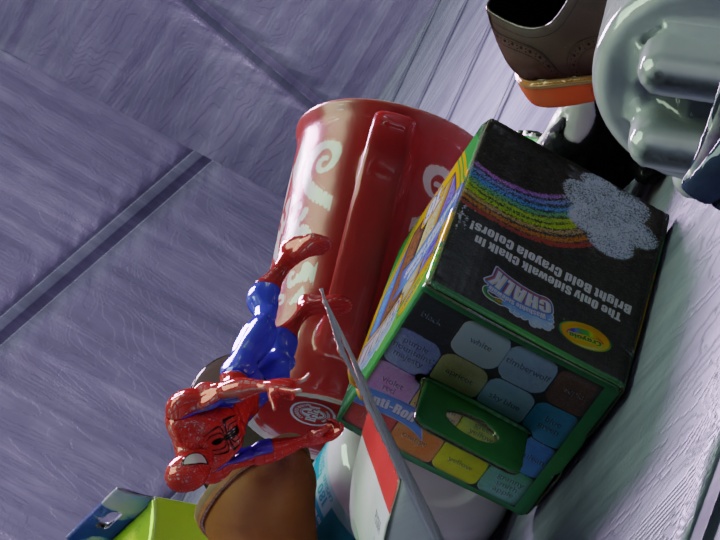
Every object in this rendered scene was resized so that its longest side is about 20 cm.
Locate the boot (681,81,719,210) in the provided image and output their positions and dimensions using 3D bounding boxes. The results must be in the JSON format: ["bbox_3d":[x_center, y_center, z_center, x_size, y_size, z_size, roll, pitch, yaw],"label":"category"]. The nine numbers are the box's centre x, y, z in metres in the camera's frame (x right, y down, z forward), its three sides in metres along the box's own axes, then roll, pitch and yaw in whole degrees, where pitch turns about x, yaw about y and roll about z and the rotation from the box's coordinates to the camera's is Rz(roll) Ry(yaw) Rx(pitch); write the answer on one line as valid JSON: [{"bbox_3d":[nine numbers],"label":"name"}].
[{"bbox_3d":[0.206,-0.098,1.023,0.200,0.090,0.073,-64,5,-11],"label":"boot"}]

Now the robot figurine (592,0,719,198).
[{"bbox_3d":[0.177,-0.121,1.285,0.200,0.113,0.170,-70,-10,-56],"label":"robot figurine"}]

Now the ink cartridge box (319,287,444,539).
[{"bbox_3d":[0.009,0.120,1.289,0.050,0.200,0.161,-27,11,0],"label":"ink cartridge box"}]

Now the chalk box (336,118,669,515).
[{"bbox_3d":[0.075,0.040,1.421,0.124,0.125,0.200,-58,6,42],"label":"chalk box"}]

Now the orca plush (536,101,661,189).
[{"bbox_3d":[0.145,-0.074,1.554,0.200,0.071,0.105,-28,-54,-42],"label":"orca plush"}]

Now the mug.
[{"bbox_3d":[-0.009,0.001,1.611,0.178,0.133,0.200,50,-131,-51],"label":"mug"}]

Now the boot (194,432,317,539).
[{"bbox_3d":[-0.027,0.197,1.448,0.074,0.155,0.200,-22,-35,-22],"label":"boot"}]

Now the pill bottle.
[{"bbox_3d":[0.003,0.167,1.553,0.200,0.111,0.111,-57,7,44],"label":"pill bottle"}]

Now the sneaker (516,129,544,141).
[{"bbox_3d":[0.111,-0.020,1.710,0.200,0.078,0.085,109,177,-55],"label":"sneaker"}]

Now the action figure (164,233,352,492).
[{"bbox_3d":[-0.038,0.054,1.394,0.099,0.065,0.200,-3,32,30],"label":"action figure"}]

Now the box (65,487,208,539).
[{"bbox_3d":[-0.084,0.196,1.693,0.122,0.200,0.048,136,142,-58],"label":"box"}]

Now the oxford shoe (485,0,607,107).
[{"bbox_3d":[0.156,-0.144,1.463,0.200,0.073,0.071,-12,38,39],"label":"oxford shoe"}]

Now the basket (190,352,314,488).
[{"bbox_3d":[-0.018,0.097,1.809,0.136,0.180,0.200,-38,-6,-33],"label":"basket"}]
